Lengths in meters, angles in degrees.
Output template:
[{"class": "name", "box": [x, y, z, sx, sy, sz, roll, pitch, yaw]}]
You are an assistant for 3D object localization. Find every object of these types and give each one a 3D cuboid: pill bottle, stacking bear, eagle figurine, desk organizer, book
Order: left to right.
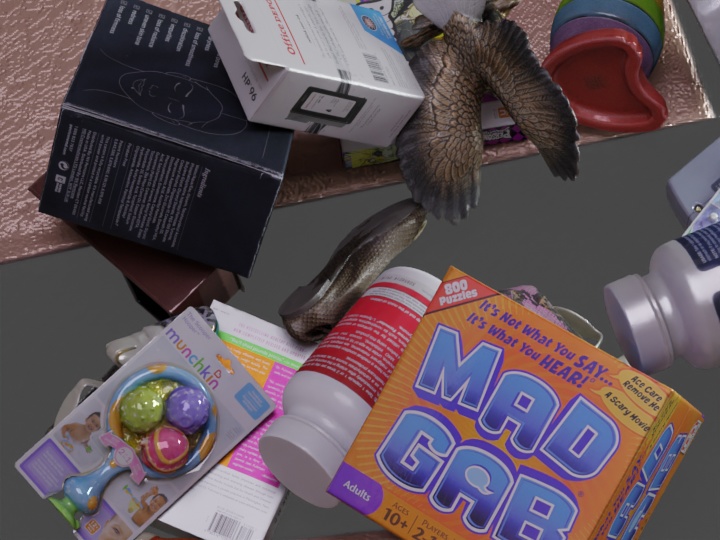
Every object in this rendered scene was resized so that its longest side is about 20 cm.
[{"class": "desk organizer", "box": [-0.205, -0.030, 1.771, 0.200, 0.072, 0.077, 39, 74, 23]}, {"class": "book", "box": [-0.109, 0.141, 1.685, 0.133, 0.048, 0.201, 20, 67, 13]}, {"class": "pill bottle", "box": [0.006, 0.100, 1.640, 0.112, 0.113, 0.200, 30, 59, 20]}, {"class": "eagle figurine", "box": [0.112, -0.164, 1.744, 0.150, 0.152, 0.201, 7, 56, -16]}, {"class": "stacking bear", "box": [0.242, -0.241, 1.823, 0.113, 0.122, 0.201, -3, 49, 30]}, {"class": "pill bottle", "box": [0.308, 0.015, 1.607, 0.199, 0.111, 0.112, -21, 62, -4]}]

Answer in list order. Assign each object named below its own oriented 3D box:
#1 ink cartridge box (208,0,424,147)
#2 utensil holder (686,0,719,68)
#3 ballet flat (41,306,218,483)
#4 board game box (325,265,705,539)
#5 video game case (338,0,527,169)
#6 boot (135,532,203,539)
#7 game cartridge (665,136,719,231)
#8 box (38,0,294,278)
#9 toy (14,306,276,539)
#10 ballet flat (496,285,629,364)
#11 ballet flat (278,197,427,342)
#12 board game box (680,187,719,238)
[{"class": "ink cartridge box", "box": [-0.054, -0.183, 1.685, 0.199, 0.068, 0.116, 9, 44, -40]}, {"class": "utensil holder", "box": [0.399, -0.263, 1.760, 0.199, 0.170, 0.171, -28, 61, 12]}, {"class": "ballet flat", "box": [-0.205, 0.100, 1.669, 0.072, 0.072, 0.201, 41, 89, 23]}, {"class": "board game box", "box": [0.128, 0.145, 1.538, 0.199, 0.200, 0.201, 29, 90, 20]}, {"class": "video game case", "box": [0.056, -0.201, 1.857, 0.180, 0.036, 0.201, -9, 61, -1]}, {"class": "boot", "box": [-0.178, 0.307, 1.592, 0.106, 0.075, 0.201, 14, 60, 22]}, {"class": "game cartridge", "box": [0.376, -0.039, 1.740, 0.133, 0.042, 0.200, -40, 65, -10]}, {"class": "box", "box": [-0.161, -0.123, 1.720, 0.195, 0.125, 0.201, 17, 37, -4]}, {"class": "toy", "box": [-0.176, 0.139, 1.622, 0.200, 0.047, 0.115, -42, 98, -8]}, {"class": "ballet flat", "box": [0.193, 0.080, 1.681, 0.071, 0.069, 0.200, -28, 60, -32]}, {"class": "ballet flat", "box": [0.000, 0.000, 1.734, 0.067, 0.047, 0.200, -14, 25, 47]}, {"class": "board game box", "box": [0.391, -0.018, 1.692, 0.199, 0.026, 0.200, 34, 70, 20]}]
